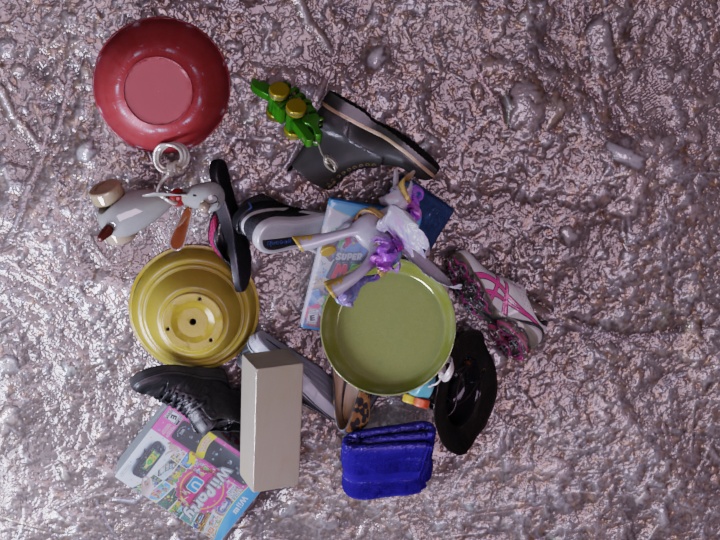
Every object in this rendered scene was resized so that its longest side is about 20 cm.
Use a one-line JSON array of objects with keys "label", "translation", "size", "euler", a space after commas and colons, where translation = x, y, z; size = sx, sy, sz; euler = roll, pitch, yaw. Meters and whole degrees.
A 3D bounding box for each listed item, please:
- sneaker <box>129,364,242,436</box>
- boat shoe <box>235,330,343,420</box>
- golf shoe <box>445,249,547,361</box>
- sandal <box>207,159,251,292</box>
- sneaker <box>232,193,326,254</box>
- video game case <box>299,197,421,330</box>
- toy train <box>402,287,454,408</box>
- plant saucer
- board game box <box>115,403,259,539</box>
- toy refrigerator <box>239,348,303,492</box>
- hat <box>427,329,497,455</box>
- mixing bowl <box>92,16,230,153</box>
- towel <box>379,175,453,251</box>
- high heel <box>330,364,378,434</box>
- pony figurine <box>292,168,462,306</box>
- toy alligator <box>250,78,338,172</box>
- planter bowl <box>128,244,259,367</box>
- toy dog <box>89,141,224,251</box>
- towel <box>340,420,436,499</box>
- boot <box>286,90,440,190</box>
[{"label": "sneaker", "translation": [-0.246, 0.200, 1.665], "size": [0.200, 0.104, 0.060], "euler": [5, 146, -42]}, {"label": "boat shoe", "translation": [-0.105, 0.175, 1.724], "size": [0.200, 0.072, 0.071], "euler": [40, 110, -9]}, {"label": "golf shoe", "translation": [0.212, 0.042, 1.733], "size": [0.092, 0.073, 0.200], "euler": [-44, 101, -30]}, {"label": "sandal", "translation": [-0.204, -0.065, 1.650], "size": [0.045, 0.075, 0.200], "euler": [-12, 96, 10]}, {"label": "sneaker", "translation": [-0.099, -0.076, 1.658], "size": [0.200, 0.112, 0.073], "euler": [2, 117, -42]}, {"label": "video game case", "translation": [0.000, 0.000, 1.645], "size": [0.143, 0.018, 0.200], "euler": [10, 105, -16]}, {"label": "toy train", "translation": [0.086, 0.111, 1.676], "size": [0.056, 0.200, 0.150], "euler": [17, 125, -16]}, {"label": "plant saucer", "translation": [0.041, 0.082, 1.612], "size": [0.200, 0.031, 0.200], "euler": [-1, 83, 11]}, {"label": "board game box", "translation": [-0.258, 0.308, 1.733], "size": [0.200, 0.064, 0.148], "euler": [36, 97, -14]}, {"label": "toy refrigerator", "translation": [-0.135, 0.223, 1.659], "size": [0.076, 0.070, 0.200], "euler": [-6, 109, -25]}, {"label": "hat", "translation": [0.137, 0.186, 1.734], "size": [0.081, 0.201, 0.201], "euler": [7, 106, 32]}, {"label": "mixing bowl", "translation": [-0.284, -0.257, 1.572], "size": [0.200, 0.108, 0.200], "euler": [-2, 104, -7]}, {"label": "towel", "translation": [0.053, -0.036, 1.686], "size": [0.112, 0.049, 0.200], "euler": [28, 98, -28]}, {"label": "high heel", "translation": [-0.025, 0.143, 1.678], "size": [0.071, 0.143, 0.200], "euler": [-12, 108, 23]}, {"label": "pony figurine", "translation": [0.032, -0.036, 1.543], "size": [0.200, 0.193, 0.167], "euler": [-34, 145, -2]}, {"label": "toy alligator", "translation": [-0.081, -0.220, 1.606], "size": [0.054, 0.059, 0.200], "euler": [-34, 67, -27]}, {"label": "planter bowl", "translation": [-0.251, 0.067, 1.665], "size": [0.200, 0.083, 0.201], "euler": [-2, 103, -7]}, {"label": "toy dog", "translation": [-0.303, -0.083, 1.584], "size": [0.200, 0.096, 0.132], "euler": [-26, 121, 24]}, {"label": "towel", "translation": [0.044, 0.301, 1.715], "size": [0.148, 0.050, 0.200], "euler": [-9, 147, -5]}, {"label": "boot", "translation": [0.004, -0.157, 1.647], "size": [0.200, 0.077, 0.138], "euler": [34, 102, 7]}]
